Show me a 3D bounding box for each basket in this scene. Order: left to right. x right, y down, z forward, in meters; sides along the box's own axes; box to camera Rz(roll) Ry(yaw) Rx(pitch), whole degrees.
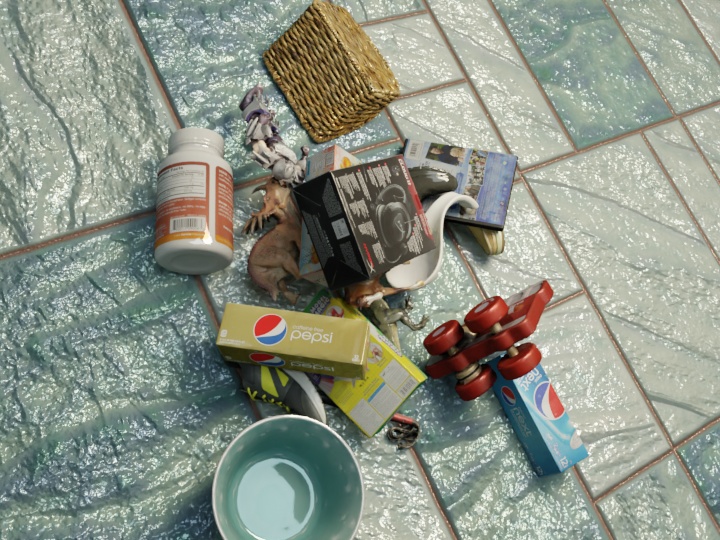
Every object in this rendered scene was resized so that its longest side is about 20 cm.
[{"bbox_3d":[-0.046,-0.342,1.294,0.200,0.149,0.143,56,29,8],"label":"basket"}]

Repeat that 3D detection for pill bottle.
[{"bbox_3d":[-0.244,-0.104,1.096,0.112,0.112,0.200,4,68,-19],"label":"pill bottle"}]

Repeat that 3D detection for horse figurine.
[{"bbox_3d":[0.000,0.000,1.135,0.132,0.050,0.200,-22,38,-25],"label":"horse figurine"}]

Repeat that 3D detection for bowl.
[{"bbox_3d":[-0.104,0.302,0.988,0.201,0.105,0.201,7,66,-17],"label":"bowl"}]

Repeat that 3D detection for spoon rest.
[{"bbox_3d":[0.111,-0.050,1.180,0.200,0.099,0.061,-54,134,-17],"label":"spoon rest"}]

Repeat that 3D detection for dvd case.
[{"bbox_3d":[0.158,-0.148,1.264,0.200,0.018,0.143,11,70,11],"label":"dvd case"}]

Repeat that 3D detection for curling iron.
[{"bbox_3d":[0.002,0.215,1.106,0.200,0.026,0.050,25,61,-9],"label":"curling iron"}]

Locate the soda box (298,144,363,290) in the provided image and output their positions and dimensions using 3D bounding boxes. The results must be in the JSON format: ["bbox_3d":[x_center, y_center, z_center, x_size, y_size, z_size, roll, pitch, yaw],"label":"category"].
[{"bbox_3d":[-0.041,-0.078,1.081,0.068,0.064,0.200,27,56,-43],"label":"soda box"}]

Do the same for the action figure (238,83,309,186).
[{"bbox_3d":[-0.135,-0.201,1.139,0.069,0.130,0.200,-38,47,9],"label":"action figure"}]

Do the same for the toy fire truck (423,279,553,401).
[{"bbox_3d":[0.198,0.097,1.143,0.112,0.200,0.168,54,35,-5],"label":"toy fire truck"}]

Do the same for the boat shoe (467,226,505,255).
[{"bbox_3d":[0.182,-0.108,1.288,0.076,0.072,0.200,-17,66,-13],"label":"boat shoe"}]

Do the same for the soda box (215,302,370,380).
[{"bbox_3d":[-0.088,0.097,1.008,0.200,0.068,0.064,7,64,6],"label":"soda box"}]

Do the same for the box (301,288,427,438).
[{"bbox_3d":[-0.015,0.130,1.073,0.200,0.048,0.117,44,103,13],"label":"box"}]

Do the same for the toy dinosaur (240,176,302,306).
[{"bbox_3d":[-0.131,-0.032,1.113,0.135,0.086,0.200,27,52,-8],"label":"toy dinosaur"}]

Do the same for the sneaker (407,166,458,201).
[{"bbox_3d":[0.063,-0.120,1.224,0.200,0.076,0.091,-7,81,8],"label":"sneaker"}]

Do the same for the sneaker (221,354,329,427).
[{"bbox_3d":[-0.122,0.165,1.057,0.085,0.074,0.200,-36,68,-14],"label":"sneaker"}]

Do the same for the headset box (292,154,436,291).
[{"bbox_3d":[0.016,-0.073,1.034,0.200,0.077,0.149,-25,95,-53],"label":"headset box"}]

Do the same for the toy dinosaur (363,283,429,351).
[{"bbox_3d":[0.053,0.072,1.156,0.088,0.047,0.200,-9,49,-23],"label":"toy dinosaur"}]

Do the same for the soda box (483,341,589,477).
[{"bbox_3d":[0.277,0.222,1.182,0.064,0.068,0.200,-21,78,-26],"label":"soda box"}]
